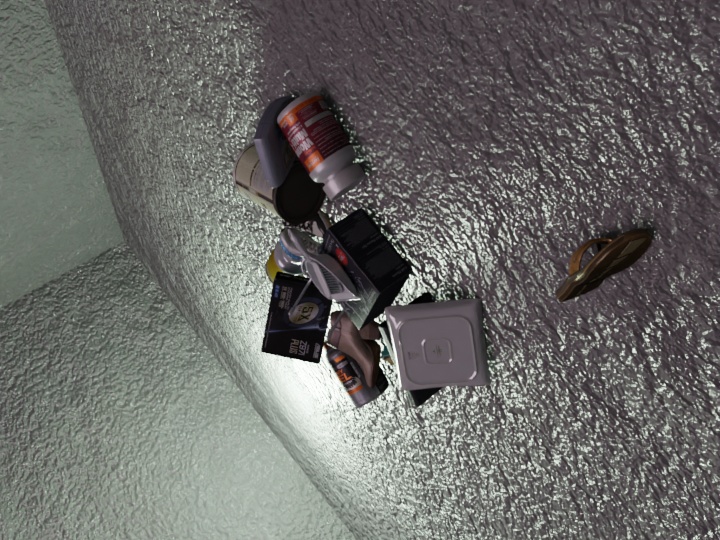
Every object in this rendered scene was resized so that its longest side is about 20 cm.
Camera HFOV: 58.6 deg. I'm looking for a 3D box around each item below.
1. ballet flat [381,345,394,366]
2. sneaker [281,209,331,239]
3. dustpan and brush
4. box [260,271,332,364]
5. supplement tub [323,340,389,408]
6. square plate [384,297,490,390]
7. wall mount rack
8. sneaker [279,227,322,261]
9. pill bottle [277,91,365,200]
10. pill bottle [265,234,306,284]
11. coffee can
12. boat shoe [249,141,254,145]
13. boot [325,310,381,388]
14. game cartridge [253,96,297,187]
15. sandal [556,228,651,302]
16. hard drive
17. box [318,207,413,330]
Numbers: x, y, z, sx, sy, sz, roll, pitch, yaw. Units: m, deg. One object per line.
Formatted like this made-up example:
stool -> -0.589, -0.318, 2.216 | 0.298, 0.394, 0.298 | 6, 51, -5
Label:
ballet flat -> 0.117, 0.197, 1.539 | 0.072, 0.070, 0.199 | 57, 153, -2
sneaker -> -0.152, -0.127, 1.618 | 0.199, 0.087, 0.077 | 38, 146, 32
dustpan and brush -> -0.092, -0.010, 1.394 | 0.139, 0.057, 0.203 | -9, 109, 62
box -> -0.164, 0.123, 1.686 | 0.086, 0.160, 0.205 | -103, 26, -78
supplement tub -> -0.018, 0.263, 1.768 | 0.202, 0.121, 0.122 | 58, 154, 0
square plate -> 0.157, 0.159, 1.296 | 0.193, 0.029, 0.204 | -6, 113, 13
wall mount rack -> -0.082, 0.061, 1.598 | 0.198, 0.075, 0.175 | 33, 113, -4
sneaker -> -0.116, -0.050, 1.633 | 0.198, 0.076, 0.086 | 36, 145, -17
pill bottle -> -0.078, -0.254, 1.325 | 0.202, 0.109, 0.109 | 58, 154, 0
pill bottle -> -0.191, -0.030, 1.762 | 0.113, 0.111, 0.200 | 55, 154, 4
coffee can -> -0.196, -0.212, 1.534 | 0.199, 0.145, 0.149 | 30, 143, 43
boat shoe -> -0.260, -0.253, 1.701 | 0.066, 0.070, 0.203 | 27, 148, 43
boot -> -0.020, 0.199, 1.677 | 0.143, 0.070, 0.205 | 10, 106, 14
game cartridge -> -0.174, -0.289, 1.389 | 0.040, 0.202, 0.135 | 2, 130, 13
sandal -> 0.335, -0.012, 0.924 | 0.201, 0.078, 0.055 | 114, 140, -64
hard drive -> 0.132, 0.169, 1.383 | 0.033, 0.138, 0.203 | 12, 129, 59
box -> 0.000, 0.000, 1.429 | 0.183, 0.103, 0.201 | 49, 152, 14
